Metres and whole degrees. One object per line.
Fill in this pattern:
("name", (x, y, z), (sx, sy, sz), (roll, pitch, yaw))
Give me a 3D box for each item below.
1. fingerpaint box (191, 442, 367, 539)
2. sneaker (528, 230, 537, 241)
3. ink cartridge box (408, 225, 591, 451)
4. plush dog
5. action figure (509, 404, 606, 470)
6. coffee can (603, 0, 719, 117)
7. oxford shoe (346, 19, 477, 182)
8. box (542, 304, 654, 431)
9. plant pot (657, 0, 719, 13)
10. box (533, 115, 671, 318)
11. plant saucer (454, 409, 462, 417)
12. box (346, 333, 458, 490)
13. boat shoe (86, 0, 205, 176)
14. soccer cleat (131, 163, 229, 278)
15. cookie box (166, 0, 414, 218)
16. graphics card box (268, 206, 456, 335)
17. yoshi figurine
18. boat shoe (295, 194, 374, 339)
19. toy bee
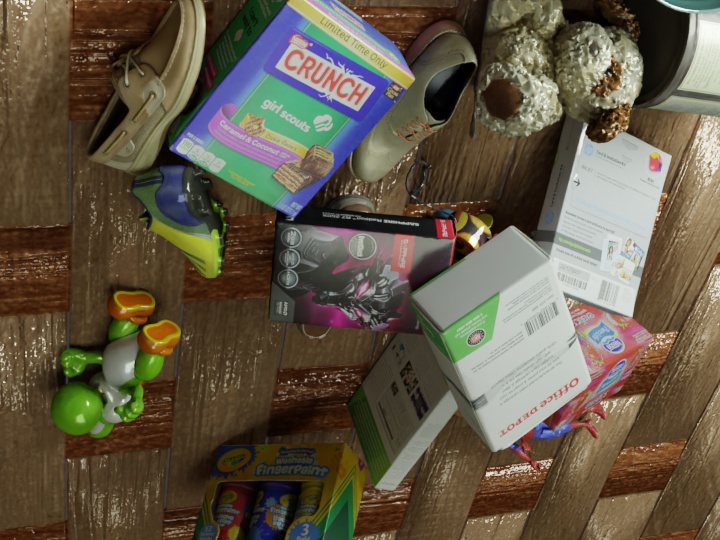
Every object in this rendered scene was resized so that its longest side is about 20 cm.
("fingerpaint box", (-0.106, 0.310, 1.421), (0.197, 0.169, 0.074), (-5, 143, 29))
("sneaker", (0.202, -0.008, 1.343), (0.093, 0.070, 0.202), (31, 79, -22))
("ink cartridge box", (0.156, 0.079, 1.232), (0.145, 0.084, 0.202), (-33, 129, -9))
("plush dog", (0.206, -0.204, 1.148), (0.168, 0.204, 0.161), (8, 163, 3))
("action figure", (0.270, 0.247, 1.626), (0.196, 0.100, 0.066), (-2, 130, -17))
("coffee can", (0.379, -0.238, 1.199), (0.197, 0.147, 0.148), (3, 129, -25))
("oxford shoe", (0.051, -0.165, 1.180), (0.070, 0.074, 0.201), (15, 123, -32))
("box", (0.285, 0.117, 1.456), (0.199, 0.095, 0.101), (-16, 139, -50))
("plant pot", (0.309, -0.362, 1.057), (0.197, 0.135, 0.203), (-7, 120, -12))
("box", (0.280, -0.063, 1.314), (0.154, 0.041, 0.204), (17, 86, -34))
("plant saucer", (0.190, 0.114, 1.449), (0.199, 0.037, 0.202), (-38, 152, -25))
("box", (0.060, 0.159, 1.424), (0.036, 0.145, 0.201), (17, 123, -31))
("boat shoe", (-0.205, -0.175, 1.068), (0.064, 0.072, 0.201), (11, 126, -30))
("soccer cleat", (-0.187, -0.051, 1.178), (0.082, 0.066, 0.201), (-1, 155, 4))
("cookie box", (-0.073, -0.175, 1.120), (0.170, 0.076, 0.200), (27, 115, -37))
("graphics card box", (0.000, 0.000, 1.228), (0.196, 0.051, 0.127), (7, 119, -3))
("yoshi figurine", (-0.292, 0.124, 1.284), (0.111, 0.113, 0.201), (22, 123, -17))
("boat shoe", (-0.031, 0.008, 1.302), (0.074, 0.072, 0.202), (2, 129, -23))
("toy bee", (0.111, -0.023, 1.293), (0.133, 0.107, 0.200), (-63, 154, -9))
